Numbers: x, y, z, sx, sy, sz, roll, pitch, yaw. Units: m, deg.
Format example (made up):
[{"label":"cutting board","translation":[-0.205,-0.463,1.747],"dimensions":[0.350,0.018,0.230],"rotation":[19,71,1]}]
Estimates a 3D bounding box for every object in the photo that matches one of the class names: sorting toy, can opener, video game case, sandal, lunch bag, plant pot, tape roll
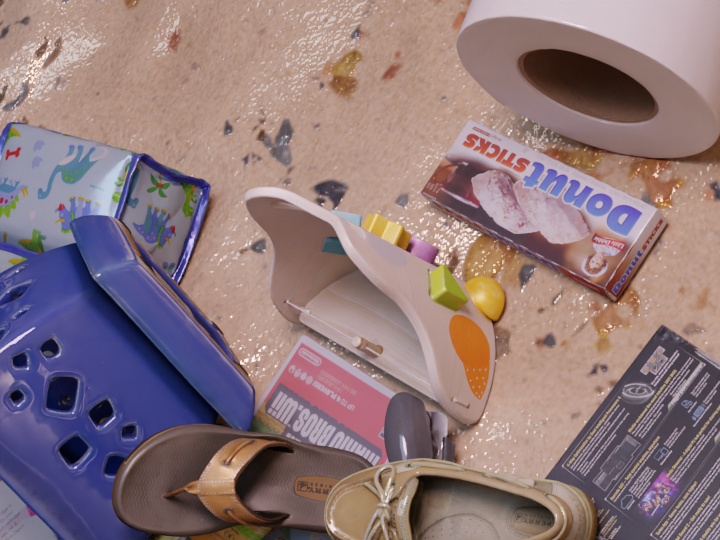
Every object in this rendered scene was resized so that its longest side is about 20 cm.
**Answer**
[{"label":"sorting toy","translation":[0.000,0.000,1.426],"dimensions":[0.199,0.180,0.107],"rotation":[28,82,41]},{"label":"can opener","translation":[0.028,0.187,1.374],"dimensions":[0.053,0.067,0.202],"rotation":[-13,59,33]},{"label":"video game case","translation":[-0.051,0.162,1.479],"dimensions":[0.142,0.017,0.201],"rotation":[29,84,41]},{"label":"sandal","translation":[-0.076,0.156,1.387],"dimensions":[0.055,0.198,0.083],"rotation":[170,108,-78]},{"label":"lunch bag","translation":[-0.246,-0.009,1.647],"dimensions":[0.169,0.127,0.202],"rotation":[16,87,37]},{"label":"plant pot","translation":[-0.200,0.080,1.478],"dimensions":[0.179,0.200,0.200],"rotation":[-41,20,-1]},{"label":"tape roll","translation":[0.183,-0.189,1.391],"dimensions":[0.201,0.202,0.140],"rotation":[11,72,38]}]

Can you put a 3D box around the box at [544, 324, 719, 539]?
[{"label":"box","translation":[0.202,0.159,1.288],"dimensions":[0.160,0.043,0.201],"rotation":[35,88,42]}]

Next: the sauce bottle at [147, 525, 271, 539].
[{"label":"sauce bottle","translation":[-0.140,0.226,1.453],"dimensions":[0.200,0.065,0.065],"rotation":[-48,48,5]}]

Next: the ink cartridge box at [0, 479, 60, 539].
[{"label":"ink cartridge box","translation":[-0.281,0.228,1.567],"dimensions":[0.115,0.068,0.200],"rotation":[-42,49,7]}]

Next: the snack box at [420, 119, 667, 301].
[{"label":"snack box","translation":[0.135,-0.048,1.463],"dimensions":[0.199,0.024,0.072],"rotation":[30,83,42]}]

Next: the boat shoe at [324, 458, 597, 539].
[{"label":"boat shoe","translation":[0.057,0.163,1.302],"dimensions":[0.199,0.063,0.074],"rotation":[4,80,30]}]
